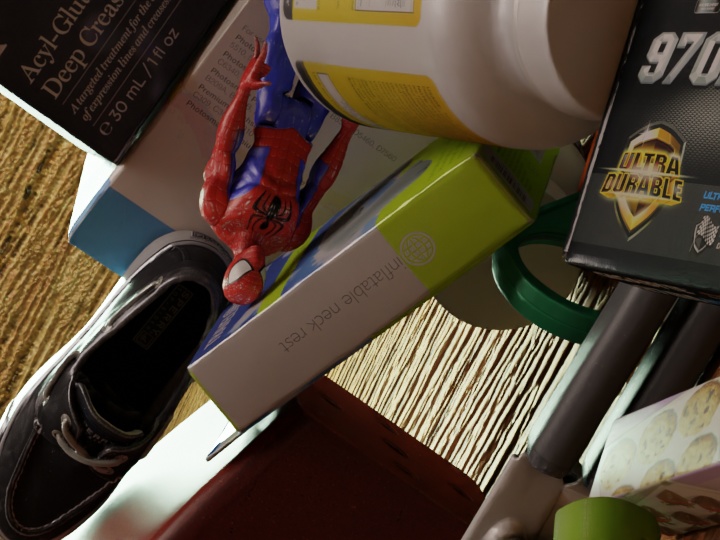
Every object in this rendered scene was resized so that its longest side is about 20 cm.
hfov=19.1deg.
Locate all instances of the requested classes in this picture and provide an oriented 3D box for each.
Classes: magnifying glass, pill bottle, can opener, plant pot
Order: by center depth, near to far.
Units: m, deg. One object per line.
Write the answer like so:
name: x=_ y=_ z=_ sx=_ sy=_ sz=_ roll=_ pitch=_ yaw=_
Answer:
pill bottle: x=0.056 y=-0.110 z=0.917 sx=0.200 sy=0.112 sz=0.112 roll=15 pitch=83 yaw=59
can opener: x=0.098 y=0.070 z=0.933 sx=0.067 sy=0.053 sz=0.200 roll=-82 pitch=17 yaw=-59
magnifying glass: x=0.112 y=-0.022 z=1.037 sx=0.200 sy=0.079 sz=0.022 roll=-64 pitch=-2 yaw=-58
plant pot: x=-0.032 y=0.159 z=1.094 sx=0.176 sy=0.200 sz=0.200 roll=-53 pitch=11 yaw=5
pill bottle: x=0.071 y=-0.045 z=1.168 sx=0.200 sy=0.112 sz=0.112 roll=-92 pitch=26 yaw=-67

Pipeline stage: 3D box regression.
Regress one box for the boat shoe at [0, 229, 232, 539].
boat shoe: x=-0.130 y=0.071 z=1.091 sx=0.200 sy=0.072 sz=0.068 roll=-50 pitch=14 yaw=16

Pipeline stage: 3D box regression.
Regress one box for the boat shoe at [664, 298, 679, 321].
boat shoe: x=0.153 y=-0.066 z=0.898 sx=0.071 sy=0.064 sz=0.200 roll=-82 pitch=17 yaw=-56

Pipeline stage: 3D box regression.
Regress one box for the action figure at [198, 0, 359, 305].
action figure: x=-0.033 y=-0.080 z=1.013 sx=0.052 sy=0.065 sz=0.201 roll=0 pitch=73 yaw=61

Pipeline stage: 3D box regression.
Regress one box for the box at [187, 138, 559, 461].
box: x=0.000 y=0.000 z=1.019 sx=0.200 sy=0.048 sz=0.122 roll=-36 pitch=9 yaw=21

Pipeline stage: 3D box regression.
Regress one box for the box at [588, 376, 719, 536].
box: x=0.138 y=0.062 z=0.769 sx=0.200 sy=0.039 sz=0.042 roll=141 pitch=148 yaw=-71

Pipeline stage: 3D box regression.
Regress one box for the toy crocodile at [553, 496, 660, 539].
toy crocodile: x=0.071 y=0.156 z=0.863 sx=0.200 sy=0.062 sz=0.068 roll=124 pitch=165 yaw=-53

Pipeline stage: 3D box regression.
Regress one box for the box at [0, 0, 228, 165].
box: x=-0.169 y=-0.172 z=1.086 sx=0.149 sy=0.200 sz=0.107 roll=-56 pitch=14 yaw=-3

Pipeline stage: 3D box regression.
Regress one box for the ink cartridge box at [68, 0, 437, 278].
ink cartridge box: x=-0.045 y=-0.080 z=1.138 sx=0.200 sy=0.125 sz=0.129 roll=-50 pitch=16 yaw=18

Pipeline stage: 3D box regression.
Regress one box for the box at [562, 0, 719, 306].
box: x=0.157 y=-0.063 z=0.748 sx=0.200 sy=0.046 sz=0.159 roll=15 pitch=88 yaw=66
